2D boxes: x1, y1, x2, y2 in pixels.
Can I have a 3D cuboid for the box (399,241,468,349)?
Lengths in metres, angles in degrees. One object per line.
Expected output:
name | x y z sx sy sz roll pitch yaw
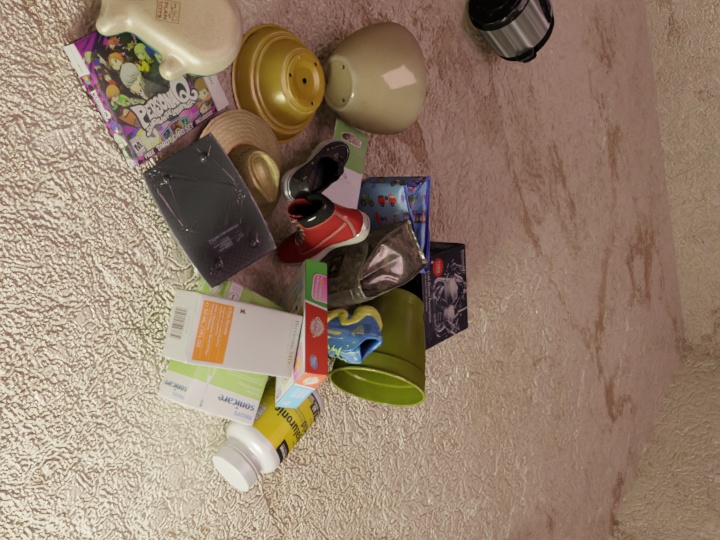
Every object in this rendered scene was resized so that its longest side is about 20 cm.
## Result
box | 0.152 0.051 1.530 0.180 0.102 0.205 -19 109 -48

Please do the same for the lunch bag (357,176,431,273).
lunch bag | 0.065 -0.082 1.371 0.093 0.148 0.205 -22 111 -47

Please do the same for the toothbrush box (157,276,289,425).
toothbrush box | -0.219 0.132 1.112 0.145 0.085 0.204 30 71 -45

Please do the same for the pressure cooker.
pressure cooker | 0.375 -0.618 1.659 0.199 0.178 0.178 30 93 -47

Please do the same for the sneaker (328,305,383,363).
sneaker | -0.048 0.126 1.241 0.196 0.106 0.077 -17 128 -8

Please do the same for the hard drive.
hard drive | -0.230 -0.091 1.044 0.133 0.042 0.203 -31 108 -6

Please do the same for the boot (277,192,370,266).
boot | -0.101 -0.071 1.151 0.143 0.197 0.074 19 58 -46

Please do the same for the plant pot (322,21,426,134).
plant pot | 0.006 -0.346 1.242 0.133 0.198 0.205 -17 108 -39

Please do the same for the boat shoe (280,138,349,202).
boat shoe | -0.061 -0.176 1.169 0.200 0.065 0.071 -42 125 -50

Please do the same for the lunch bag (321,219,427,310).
lunch bag | 0.000 0.000 1.285 0.199 0.162 0.120 -36 105 -42

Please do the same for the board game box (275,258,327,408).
board game box | -0.100 0.108 1.143 0.039 0.153 0.204 11 58 -21

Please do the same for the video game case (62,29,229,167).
video game case | -0.304 -0.282 0.997 0.200 0.035 0.184 -45 125 -36

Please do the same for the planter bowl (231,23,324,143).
planter bowl | -0.120 -0.324 1.174 0.198 0.082 0.206 -9 102 -50

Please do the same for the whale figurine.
whale figurine | -0.266 -0.344 0.954 0.196 0.103 0.163 3 90 -23

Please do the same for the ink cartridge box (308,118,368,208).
ink cartridge box | -0.051 -0.173 1.293 0.103 0.058 0.205 16 83 -49

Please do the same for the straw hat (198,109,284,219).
straw hat | -0.175 -0.155 1.107 0.199 0.084 0.206 -16 113 -42

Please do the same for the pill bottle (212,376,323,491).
pill bottle | -0.162 0.276 1.182 0.200 0.110 0.113 -47 128 -34

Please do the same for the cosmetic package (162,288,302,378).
cosmetic package | -0.189 0.098 1.029 0.198 0.070 0.104 17 82 -45

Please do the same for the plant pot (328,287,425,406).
plant pot | 0.051 0.146 1.376 0.200 0.197 0.197 42 52 -44
